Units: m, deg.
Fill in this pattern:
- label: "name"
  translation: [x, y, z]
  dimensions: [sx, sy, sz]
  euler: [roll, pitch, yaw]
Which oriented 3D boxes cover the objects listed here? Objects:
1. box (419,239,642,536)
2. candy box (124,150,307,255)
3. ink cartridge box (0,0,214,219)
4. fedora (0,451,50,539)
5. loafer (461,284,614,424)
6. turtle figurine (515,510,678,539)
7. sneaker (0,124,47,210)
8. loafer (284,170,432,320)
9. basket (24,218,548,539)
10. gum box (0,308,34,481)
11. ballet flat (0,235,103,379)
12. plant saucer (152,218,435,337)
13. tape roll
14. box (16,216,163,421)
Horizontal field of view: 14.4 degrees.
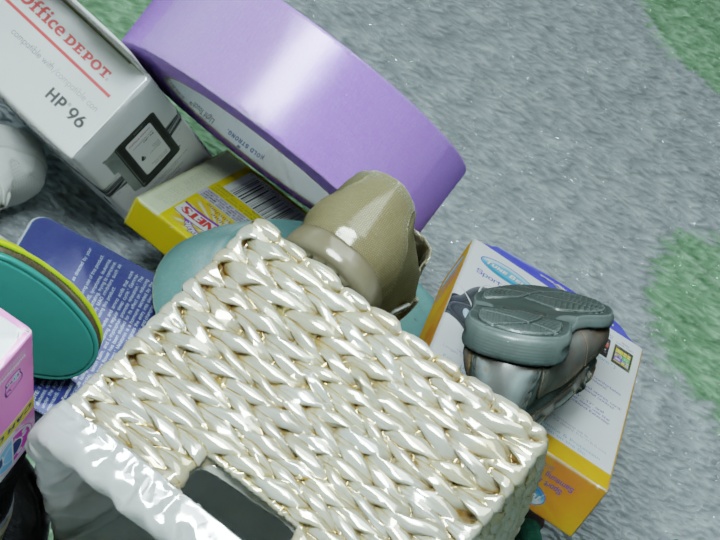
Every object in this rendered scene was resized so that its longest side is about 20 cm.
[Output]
- label: "box"
  translation: [0.090, 0.056, 1.567]
  dimensions: [0.119, 0.042, 0.200]
  euler: [34, 24, -3]
- label: "candy box"
  translation: [-0.033, 0.010, 1.658]
  dimensions: [0.200, 0.026, 0.102]
  euler: [39, 35, 13]
- label: "ink cartridge box"
  translation: [-0.165, -0.105, 1.646]
  dimensions: [0.116, 0.068, 0.200]
  euler: [42, -5, 19]
- label: "fedora"
  translation: [-0.234, 0.074, 1.407]
  dimensions: [0.200, 0.092, 0.201]
  euler: [21, 33, -15]
- label: "loafer"
  translation: [0.085, 0.047, 1.479]
  dimensions: [0.072, 0.063, 0.200]
  euler: [13, 8, 13]
- label: "turtle figurine"
  translation: [0.089, 0.163, 1.550]
  dimensions: [0.150, 0.101, 0.200]
  euler: [10, 25, -32]
- label: "sneaker"
  translation: [-0.231, -0.020, 1.584]
  dimensions: [0.200, 0.074, 0.116]
  euler: [-3, 64, -58]
- label: "loafer"
  translation: [0.000, 0.000, 1.452]
  dimensions: [0.076, 0.067, 0.200]
  euler: [43, -10, 2]
- label: "basket"
  translation: [-0.034, 0.108, 1.380]
  dimensions: [0.198, 0.200, 0.161]
  euler: [37, 73, 11]
- label: "gum box"
  translation: [-0.246, 0.021, 1.301]
  dimensions: [0.200, 0.114, 0.066]
  euler: [34, 64, 12]
- label: "ballet flat"
  translation: [-0.219, -0.007, 1.472]
  dimensions: [0.200, 0.067, 0.067]
  euler: [25, 25, -33]
- label: "plant saucer"
  translation: [-0.017, 0.032, 1.580]
  dimensions: [0.200, 0.036, 0.200]
  euler: [22, 31, -14]
- label: "tape roll"
  translation: [-0.038, -0.092, 1.614]
  dimensions: [0.200, 0.066, 0.200]
  euler: [38, -4, 3]
- label: "box"
  translation: [-0.115, 0.062, 1.552]
  dimensions: [0.200, 0.032, 0.121]
  euler: [30, 51, -5]
